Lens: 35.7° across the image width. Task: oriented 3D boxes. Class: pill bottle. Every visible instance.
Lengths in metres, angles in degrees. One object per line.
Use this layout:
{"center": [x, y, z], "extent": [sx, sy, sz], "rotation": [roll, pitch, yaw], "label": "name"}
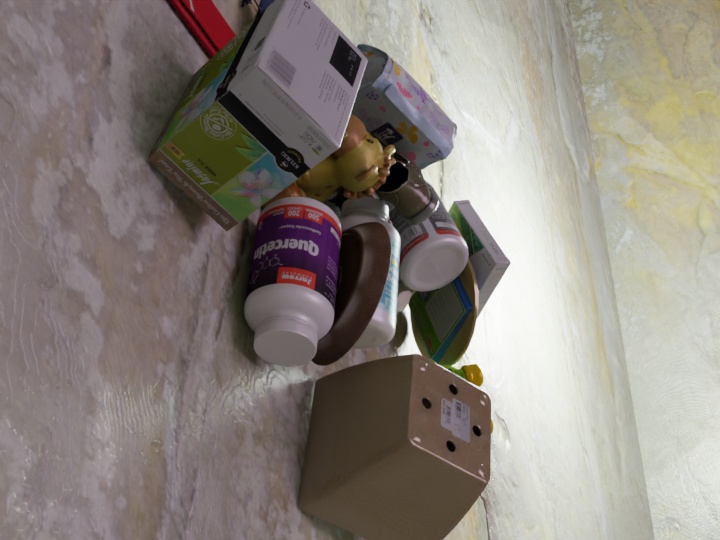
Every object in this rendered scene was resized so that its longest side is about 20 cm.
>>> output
{"center": [-0.084, 0.014, 1.394], "extent": [0.113, 0.112, 0.201], "rotation": [51, 32, -44], "label": "pill bottle"}
{"center": [0.000, 0.000, 1.575], "extent": [0.111, 0.110, 0.202], "rotation": [41, 47, -53], "label": "pill bottle"}
{"center": [0.083, -0.074, 1.764], "extent": [0.116, 0.115, 0.201], "rotation": [46, 15, -49], "label": "pill bottle"}

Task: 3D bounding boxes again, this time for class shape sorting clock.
{"center": [0.134, 0.056, 1.800], "extent": [0.039, 0.200, 0.202], "rotation": [7, 66, -30], "label": "shape sorting clock"}

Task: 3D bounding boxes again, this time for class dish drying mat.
{"center": [-0.195, -0.319, 1.457], "extent": [0.200, 0.018, 0.077], "rotation": [53, 31, -42], "label": "dish drying mat"}

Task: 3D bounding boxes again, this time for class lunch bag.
{"center": [0.045, -0.244, 1.705], "extent": [0.169, 0.127, 0.200], "rotation": [41, 0, -25], "label": "lunch bag"}

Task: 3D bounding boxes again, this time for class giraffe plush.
{"center": [-0.043, -0.145, 1.518], "extent": [0.200, 0.161, 0.174], "rotation": [53, 32, -41], "label": "giraffe plush"}

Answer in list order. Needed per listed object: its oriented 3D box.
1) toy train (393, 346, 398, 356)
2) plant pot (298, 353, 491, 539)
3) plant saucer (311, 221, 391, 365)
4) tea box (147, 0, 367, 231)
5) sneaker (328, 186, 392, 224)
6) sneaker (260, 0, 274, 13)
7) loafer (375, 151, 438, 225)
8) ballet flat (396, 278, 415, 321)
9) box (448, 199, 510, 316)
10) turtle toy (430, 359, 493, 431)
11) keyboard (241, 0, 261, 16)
{"center": [0.034, 0.214, 1.603], "extent": [0.115, 0.084, 0.202], "rotation": [-3, 79, -53], "label": "toy train"}
{"center": [0.060, 0.222, 1.435], "extent": [0.199, 0.177, 0.201], "rotation": [30, 44, -24], "label": "plant pot"}
{"center": [-0.029, 0.024, 1.447], "extent": [0.032, 0.200, 0.201], "rotation": [24, 48, -25], "label": "plant saucer"}
{"center": [-0.116, -0.189, 1.303], "extent": [0.134, 0.196, 0.201], "rotation": [42, 35, -21], "label": "tea box"}
{"center": [-0.023, -0.095, 1.670], "extent": [0.115, 0.075, 0.201], "rotation": [-17, 83, -61], "label": "sneaker"}
{"center": [-0.116, -0.316, 1.523], "extent": [0.077, 0.076, 0.201], "rotation": [16, 47, -34], "label": "sneaker"}
{"center": [0.051, -0.135, 1.601], "extent": [0.070, 0.075, 0.200], "rotation": [49, 0, -31], "label": "loafer"}
{"center": [0.055, 0.036, 1.762], "extent": [0.070, 0.069, 0.200], "rotation": [66, 24, -20], "label": "ballet flat"}
{"center": [0.159, 0.006, 1.824], "extent": [0.036, 0.201, 0.145], "rotation": [-4, 48, -33], "label": "box"}
{"center": [0.127, 0.238, 1.739], "extent": [0.101, 0.144, 0.202], "rotation": [135, -56, -77], "label": "turtle toy"}
{"center": [-0.135, -0.369, 1.624], "extent": [0.127, 0.020, 0.201], "rotation": [57, 28, -37], "label": "keyboard"}
